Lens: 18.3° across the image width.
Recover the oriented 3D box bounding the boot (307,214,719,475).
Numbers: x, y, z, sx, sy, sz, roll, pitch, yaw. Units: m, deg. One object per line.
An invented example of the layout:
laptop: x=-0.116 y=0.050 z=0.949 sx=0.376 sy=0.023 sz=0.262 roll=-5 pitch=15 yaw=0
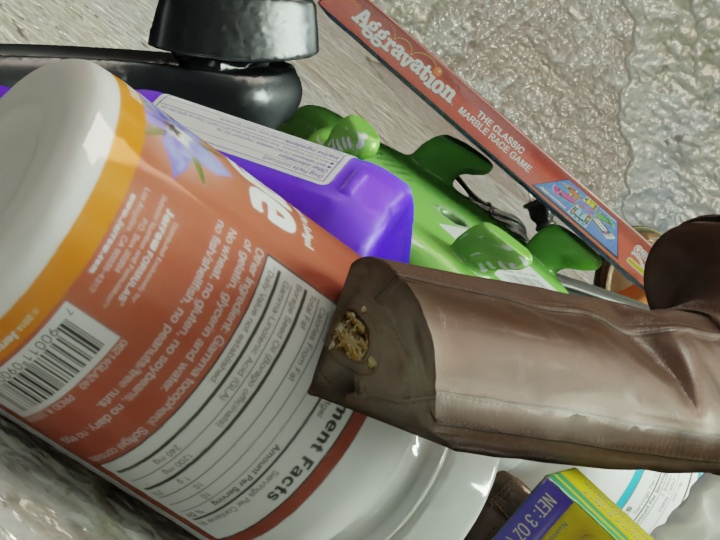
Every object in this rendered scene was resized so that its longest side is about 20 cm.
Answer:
boot: x=0.067 y=0.016 z=0.751 sx=0.198 sy=0.065 sz=0.186 roll=6 pitch=18 yaw=-21

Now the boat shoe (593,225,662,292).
boat shoe: x=0.176 y=0.075 z=1.289 sx=0.068 sy=0.071 sz=0.202 roll=-31 pitch=111 yaw=-82

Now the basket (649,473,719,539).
basket: x=0.202 y=0.165 z=0.853 sx=0.198 sy=0.200 sz=0.161 roll=43 pitch=8 yaw=22

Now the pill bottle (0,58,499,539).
pill bottle: x=-0.050 y=0.027 z=0.752 sx=0.200 sy=0.112 sz=0.112 roll=36 pitch=10 yaw=-27

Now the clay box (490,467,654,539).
clay box: x=0.097 y=0.169 z=0.666 sx=0.200 sy=0.115 sz=0.048 roll=42 pitch=10 yaw=15

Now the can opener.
can opener: x=-0.116 y=-0.084 z=0.974 sx=0.198 sy=0.079 sz=0.063 roll=-4 pitch=6 yaw=-18

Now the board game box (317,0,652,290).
board game box: x=0.062 y=-0.062 z=1.037 sx=0.200 sy=0.019 sz=0.103 roll=41 pitch=5 yaw=-2

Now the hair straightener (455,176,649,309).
hair straightener: x=0.071 y=-0.005 z=1.120 sx=0.199 sy=0.077 sz=0.041 roll=23 pitch=-26 yaw=-22

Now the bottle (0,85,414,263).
bottle: x=-0.079 y=-0.026 z=0.864 sx=0.199 sy=0.084 sz=0.065 roll=19 pitch=39 yaw=17

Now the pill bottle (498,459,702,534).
pill bottle: x=0.120 y=0.101 z=1.099 sx=0.200 sy=0.111 sz=0.111 roll=34 pitch=11 yaw=-36

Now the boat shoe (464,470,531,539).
boat shoe: x=0.099 y=0.139 z=0.992 sx=0.200 sy=0.060 sz=0.072 roll=30 pitch=13 yaw=-49

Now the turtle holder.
turtle holder: x=0.001 y=0.004 z=0.997 sx=0.185 sy=0.132 sz=0.141 roll=34 pitch=15 yaw=1

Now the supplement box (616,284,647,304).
supplement box: x=0.178 y=0.108 z=1.226 sx=0.201 sy=0.066 sz=0.069 roll=62 pitch=8 yaw=-6
